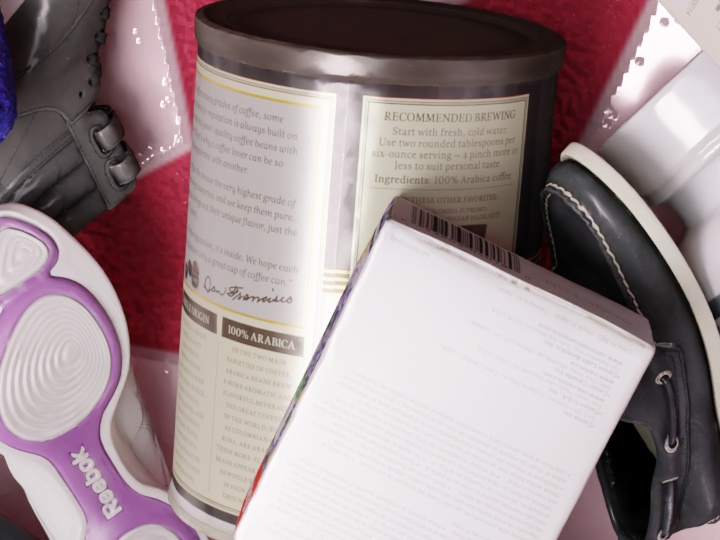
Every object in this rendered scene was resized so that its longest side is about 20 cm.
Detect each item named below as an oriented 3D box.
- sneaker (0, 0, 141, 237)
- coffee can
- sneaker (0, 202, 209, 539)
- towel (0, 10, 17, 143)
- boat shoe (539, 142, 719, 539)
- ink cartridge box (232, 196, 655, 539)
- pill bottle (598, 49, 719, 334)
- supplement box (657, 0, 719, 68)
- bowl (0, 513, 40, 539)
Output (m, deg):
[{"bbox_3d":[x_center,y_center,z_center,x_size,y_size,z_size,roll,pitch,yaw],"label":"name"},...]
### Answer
[{"bbox_3d":[-0.121,-0.089,1.170,0.099,0.071,0.200,34,93,-21],"label":"sneaker"},{"bbox_3d":[0.000,0.000,1.109,0.146,0.146,0.201,8,104,13],"label":"coffee can"},{"bbox_3d":[-0.129,0.061,1.172,0.075,0.100,0.201,-24,114,-14],"label":"sneaker"},{"bbox_3d":[-0.220,-0.113,1.141,0.147,0.050,0.201,-29,60,22],"label":"towel"},{"bbox_3d":[0.099,0.038,1.085,0.066,0.200,0.075,-35,47,-11],"label":"boat shoe"},{"bbox_3d":[0.016,0.086,1.028,0.109,0.050,0.201,26,103,-3],"label":"ink cartridge box"},{"bbox_3d":[0.192,-0.005,1.071,0.120,0.120,0.200,-43,89,19],"label":"pill bottle"},{"bbox_3d":[0.205,-0.086,1.003,0.200,0.126,0.074,51,136,24],"label":"supplement box"},{"bbox_3d":[-0.200,0.144,1.187,0.200,0.201,0.105,30,88,7],"label":"bowl"}]
